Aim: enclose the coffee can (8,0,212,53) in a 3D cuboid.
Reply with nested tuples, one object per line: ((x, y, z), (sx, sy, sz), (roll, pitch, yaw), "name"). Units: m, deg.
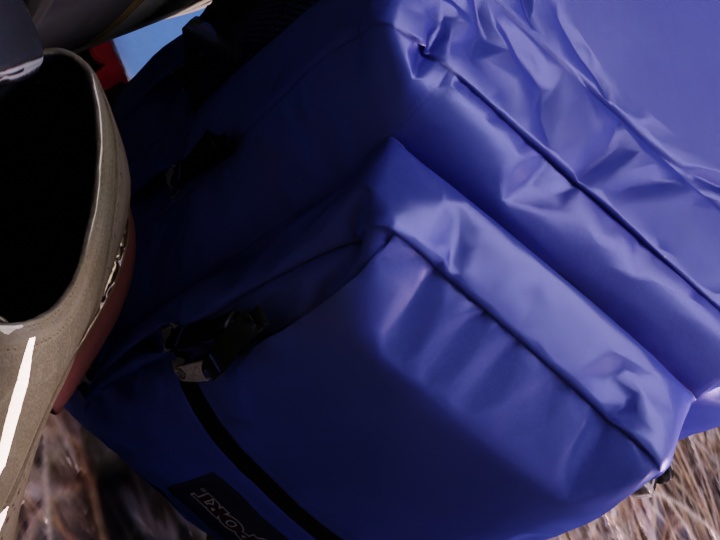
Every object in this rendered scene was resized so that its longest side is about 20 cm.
((-0.101, -0.122, 0.679), (0.147, 0.146, 0.200), (67, 21, -6), "coffee can")

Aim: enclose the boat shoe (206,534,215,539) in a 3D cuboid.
((0.012, 0.091, 0.855), (0.200, 0.072, 0.068), (-14, 85, -69), "boat shoe")

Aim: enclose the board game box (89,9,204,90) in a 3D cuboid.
((-0.051, -0.043, 0.880), (0.201, 0.039, 0.158), (65, 21, 10), "board game box")

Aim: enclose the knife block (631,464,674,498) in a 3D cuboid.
((0.075, 0.004, 1.093), (0.175, 0.064, 0.201), (5, 66, -69), "knife block")

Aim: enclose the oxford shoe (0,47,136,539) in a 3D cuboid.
((-0.102, 0.038, 0.565), (0.075, 0.070, 0.201), (104, 3, -59), "oxford shoe")

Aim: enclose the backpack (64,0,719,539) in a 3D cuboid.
((0.000, 0.000, 0.691), (0.162, 0.200, 0.168), (44, 49, -16), "backpack")

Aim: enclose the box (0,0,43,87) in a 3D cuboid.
((-0.181, -0.093, 0.497), (0.201, 0.117, 0.197), (68, 21, -6), "box")
